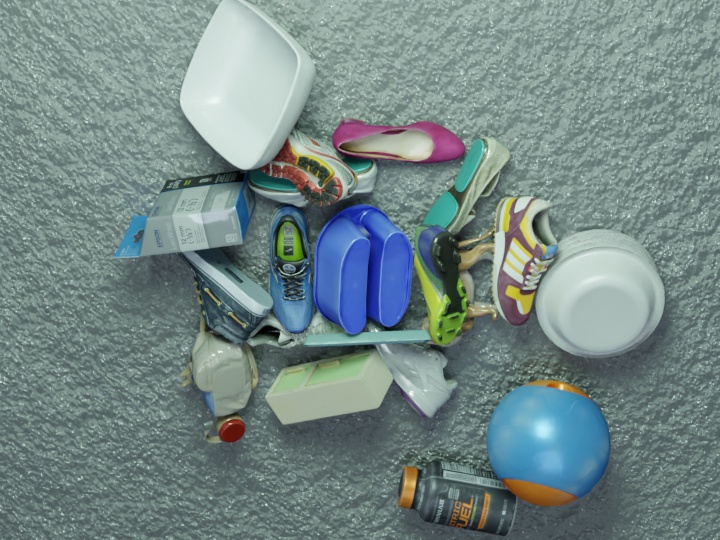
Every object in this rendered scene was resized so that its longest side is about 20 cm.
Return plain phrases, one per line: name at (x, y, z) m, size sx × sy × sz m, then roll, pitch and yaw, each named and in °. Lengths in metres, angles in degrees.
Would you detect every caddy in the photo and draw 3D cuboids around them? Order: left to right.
caddy at (0.000, 0.000, 1.665) m, size 0.140 × 0.105 × 0.202 m, roll -10°, pitch 117°, yaw -28°

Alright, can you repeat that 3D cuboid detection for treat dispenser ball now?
treat dispenser ball at (0.304, 0.279, 1.744) m, size 0.199 × 0.201 × 0.203 m, roll 1°, pitch 118°, yaw 2°

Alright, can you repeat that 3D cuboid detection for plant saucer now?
plant saucer at (0.010, 0.106, 1.683) m, size 0.198 × 0.070 × 0.019 m, roll -3°, pitch 83°, yaw -2°

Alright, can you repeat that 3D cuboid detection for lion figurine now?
lion figurine at (0.157, 0.024, 1.705) m, size 0.121 × 0.072 × 0.202 m, roll 2°, pitch 104°, yaw 11°

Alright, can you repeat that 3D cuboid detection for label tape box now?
label tape box at (-0.267, -0.086, 1.619) m, size 0.198 × 0.144 × 0.067 m, roll -5°, pitch 118°, yaw 6°

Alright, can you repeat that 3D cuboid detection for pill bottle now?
pill bottle at (0.165, 0.391, 1.864) m, size 0.198 × 0.106 × 0.107 m, roll 10°, pitch 118°, yaw -2°

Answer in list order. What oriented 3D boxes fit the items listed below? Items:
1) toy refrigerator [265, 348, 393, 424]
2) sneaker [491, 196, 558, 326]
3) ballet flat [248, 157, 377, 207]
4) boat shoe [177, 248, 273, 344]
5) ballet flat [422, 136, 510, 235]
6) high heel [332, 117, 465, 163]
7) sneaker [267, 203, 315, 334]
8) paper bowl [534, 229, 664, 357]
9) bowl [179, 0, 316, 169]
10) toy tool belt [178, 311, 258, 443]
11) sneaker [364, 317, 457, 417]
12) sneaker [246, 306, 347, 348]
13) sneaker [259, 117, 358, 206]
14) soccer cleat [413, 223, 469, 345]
toy refrigerator at (-0.054, 0.188, 1.751) m, size 0.199 × 0.076 × 0.070 m, roll -15°, pitch 118°, yaw 35°
sneaker at (0.253, -0.011, 1.631) m, size 0.090 × 0.075 × 0.202 m, roll 6°, pitch 106°, yaw 41°
ballet flat at (-0.070, -0.128, 1.637) m, size 0.198 × 0.070 × 0.070 m, roll -8°, pitch 117°, yaw 6°
boat shoe at (-0.235, 0.026, 1.687) m, size 0.200 × 0.071 × 0.091 m, roll 41°, pitch 113°, yaw 10°
ballet flat at (0.162, -0.109, 1.632) m, size 0.062 × 0.068 × 0.201 m, roll 16°, pitch 121°, yaw -29°
high heel at (0.057, -0.183, 1.578) m, size 0.198 × 0.096 × 0.068 m, roll 14°, pitch 117°, yaw -4°
sneaker at (-0.112, 0.002, 1.661) m, size 0.078 × 0.089 × 0.202 m, roll -5°, pitch 101°, yaw 1°
paper bowl at (0.372, 0.046, 1.677) m, size 0.198 × 0.105 × 0.202 m, roll 1°, pitch 119°, yaw 3°
bowl at (-0.151, -0.261, 1.524) m, size 0.200 × 0.074 × 0.201 m, roll 45°, pitch 117°, yaw 29°
toy tool belt at (-0.235, 0.175, 1.785) m, size 0.124 × 0.123 × 0.201 m, roll -16°, pitch 128°, yaw -19°
sneaker at (0.082, 0.144, 1.774) m, size 0.099 × 0.075 × 0.200 m, roll -40°, pitch 108°, yaw -4°
sneaker at (-0.095, 0.094, 1.740) m, size 0.198 × 0.081 × 0.076 m, roll -3°, pitch 116°, yaw 3°
sneaker at (-0.087, -0.162, 1.581) m, size 0.200 × 0.082 × 0.078 m, roll 41°, pitch 123°, yaw 23°
soccer cleat at (0.119, 0.019, 1.643) m, size 0.064 × 0.084 × 0.202 m, roll -23°, pitch 123°, yaw -25°
